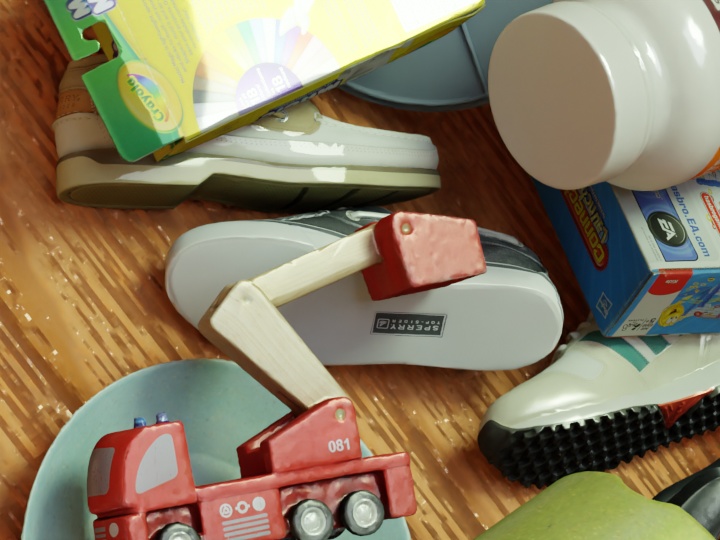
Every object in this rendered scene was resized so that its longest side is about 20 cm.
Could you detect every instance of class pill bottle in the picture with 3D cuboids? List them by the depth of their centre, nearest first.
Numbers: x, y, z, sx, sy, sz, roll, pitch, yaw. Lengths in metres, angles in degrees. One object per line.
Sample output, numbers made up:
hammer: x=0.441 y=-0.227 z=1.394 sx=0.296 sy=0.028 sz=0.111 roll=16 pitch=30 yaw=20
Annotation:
pill bottle: x=0.160 y=-0.103 z=1.330 sx=0.199 sy=0.113 sz=0.114 roll=-20 pitch=83 yaw=-38

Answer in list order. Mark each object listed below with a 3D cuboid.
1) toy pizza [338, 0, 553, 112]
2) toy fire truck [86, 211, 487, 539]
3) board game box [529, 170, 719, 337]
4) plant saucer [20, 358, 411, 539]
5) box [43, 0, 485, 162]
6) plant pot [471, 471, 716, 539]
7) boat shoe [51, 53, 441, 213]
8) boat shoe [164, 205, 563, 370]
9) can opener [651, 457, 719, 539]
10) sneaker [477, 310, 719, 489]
toy pizza: x=0.034 y=-0.178 z=1.367 sx=0.200 sy=0.200 sz=0.032 roll=44 pitch=19 yaw=-8
toy fire truck: x=-0.033 y=0.053 z=1.238 sx=0.199 sy=0.049 sz=0.142 roll=-8 pitch=86 yaw=-25
board game box: x=0.181 y=-0.063 z=1.427 sx=0.195 sy=0.056 sz=0.201 roll=-1 pitch=53 yaw=-30
plant saucer: x=-0.069 y=0.142 z=1.260 sx=0.200 sy=0.039 sz=0.203 roll=10 pitch=68 yaw=-25
box: x=-0.052 y=-0.132 z=1.280 sx=0.199 sy=0.048 sz=0.118 roll=-25 pitch=88 yaw=-26
plant pot: x=0.074 y=0.190 z=1.179 sx=0.184 sy=0.200 sz=0.201 roll=-39 pitch=94 yaw=-32
boat shoe: x=-0.051 y=-0.067 z=1.324 sx=0.199 sy=0.075 sz=0.069 roll=2 pitch=77 yaw=-28
boat shoe: x=0.000 y=0.000 z=1.337 sx=0.198 sy=0.072 sz=0.068 roll=5 pitch=36 yaw=-14
can opener: x=0.210 y=0.097 z=1.382 sx=0.063 sy=0.079 sz=0.200 roll=45 pitch=86 yaw=-8
sneaker: x=0.129 y=0.043 z=1.401 sx=0.199 sy=0.070 sz=0.094 roll=-15 pitch=63 yaw=-31
